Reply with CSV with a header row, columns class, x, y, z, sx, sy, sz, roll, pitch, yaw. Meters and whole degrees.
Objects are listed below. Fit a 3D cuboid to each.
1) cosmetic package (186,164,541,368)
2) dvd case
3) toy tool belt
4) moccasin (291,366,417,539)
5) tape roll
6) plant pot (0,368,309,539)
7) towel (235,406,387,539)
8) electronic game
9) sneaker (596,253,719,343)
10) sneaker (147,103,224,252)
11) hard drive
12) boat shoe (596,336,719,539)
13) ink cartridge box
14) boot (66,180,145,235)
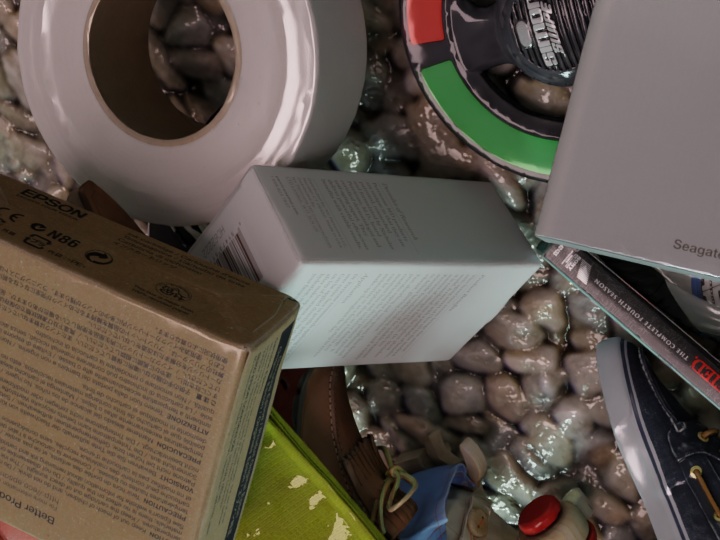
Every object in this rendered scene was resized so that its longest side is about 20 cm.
class,x,y,z,sx,sy,sz,roll,pitch,yaw
cosmetic package,0.000,0.000,0.874,0.102,0.199,0.072,-48,57,34
dvd case,0.183,0.047,0.851,0.200,0.146,0.022,40,95,2
toy tool belt,0.044,0.169,0.986,0.199,0.125,0.123,-28,108,32
moccasin,0.007,0.153,0.912,0.077,0.074,0.203,-15,86,13
tape roll,-0.099,-0.130,0.864,0.201,0.071,0.204,6,104,24
plant pot,-0.136,0.100,1.006,0.194,0.201,0.202,-23,102,25
towel,-0.027,0.174,0.867,0.086,0.018,0.200,-38,102,5
electronic game,0.115,-0.144,0.847,0.199,0.042,0.201,11,118,21
sneaker,0.215,0.004,0.864,0.199,0.076,0.077,33,97,11
sneaker,-0.097,-0.059,0.964,0.072,0.083,0.200,40,124,4
hard drive,0.176,-0.099,0.750,0.131,0.027,0.201,14,89,23
boat shoe,0.213,0.121,0.888,0.090,0.071,0.201,-24,68,14
ink cartridge box,-0.149,0.060,0.794,0.199,0.075,0.166,23,116,12
boot,-0.160,0.065,0.872,0.146,0.070,0.201,-28,102,17
